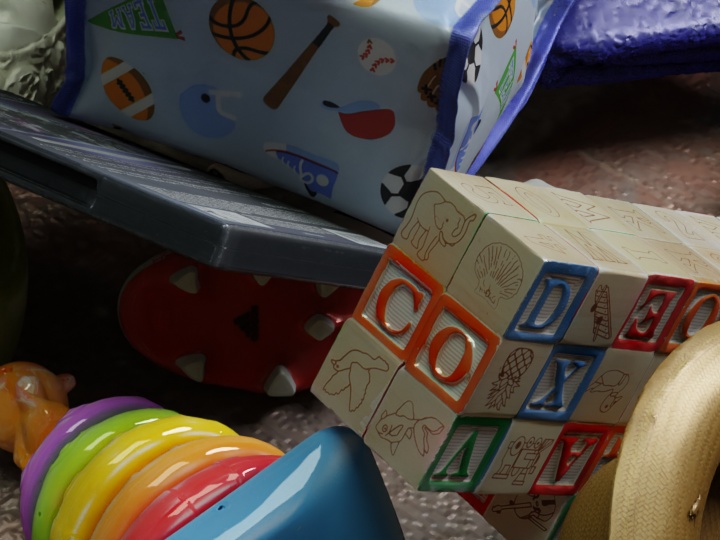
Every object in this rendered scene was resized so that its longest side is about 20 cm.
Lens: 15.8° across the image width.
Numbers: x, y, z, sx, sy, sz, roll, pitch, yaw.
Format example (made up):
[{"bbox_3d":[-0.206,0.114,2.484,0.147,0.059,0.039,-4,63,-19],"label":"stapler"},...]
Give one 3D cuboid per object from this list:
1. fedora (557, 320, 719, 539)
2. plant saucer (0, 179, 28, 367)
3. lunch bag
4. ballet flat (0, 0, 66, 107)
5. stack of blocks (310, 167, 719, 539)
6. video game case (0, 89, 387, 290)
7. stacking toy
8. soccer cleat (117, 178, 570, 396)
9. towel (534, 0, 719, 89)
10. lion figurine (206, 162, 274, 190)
[{"bbox_3d":[0.120,0.118,0.850,0.081,0.202,0.201,-11,24,45],"label":"fedora"},{"bbox_3d":[-0.190,-0.044,0.988,0.031,0.200,0.201,-35,39,17],"label":"plant saucer"},{"bbox_3d":[-0.007,-0.117,1.036,0.169,0.124,0.200,20,39,9],"label":"lunch bag"},{"bbox_3d":[-0.150,-0.131,1.172,0.071,0.072,0.200,14,42,12],"label":"ballet flat"},{"bbox_3d":[0.076,0.038,0.888,0.199,0.116,0.059,8,26,-50],"label":"stack of blocks"},{"bbox_3d":[-0.094,-0.036,0.945,0.199,0.019,0.143,22,6,27],"label":"video game case"},{"bbox_3d":[-0.081,0.085,0.914,0.116,0.110,0.200,-34,41,-21],"label":"stacking toy"},{"bbox_3d":[0.000,0.000,1.037,0.198,0.069,0.085,-11,22,-8],"label":"soccer cleat"},{"bbox_3d":[0.117,-0.171,1.167,0.147,0.050,0.201,-8,60,-14],"label":"towel"},{"bbox_3d":[-0.038,-0.093,1.146,0.122,0.073,0.200,-25,62,-39],"label":"lion figurine"}]
